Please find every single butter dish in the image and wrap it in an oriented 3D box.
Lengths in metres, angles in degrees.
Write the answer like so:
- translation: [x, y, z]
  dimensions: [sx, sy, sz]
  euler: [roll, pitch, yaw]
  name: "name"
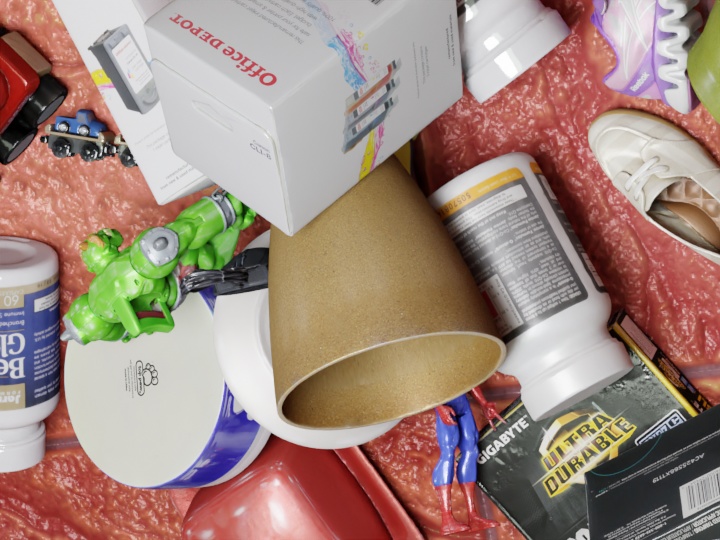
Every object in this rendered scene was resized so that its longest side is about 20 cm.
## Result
- translation: [-0.076, 0.247, 1.836]
  dimensions: [0.199, 0.148, 0.201]
  euler: [-35, 94, 26]
  name: "butter dish"

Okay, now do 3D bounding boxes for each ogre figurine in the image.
- translation: [-0.171, 0.003, 1.688]
  dimensions: [0.199, 0.120, 0.099]
  euler: [-20, 91, 33]
  name: "ogre figurine"

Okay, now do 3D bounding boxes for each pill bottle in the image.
- translation: [0.072, -0.241, 1.643]
  dimensions: [0.116, 0.116, 0.200]
  euler: [-37, 93, 25]
  name: "pill bottle"
- translation: [0.136, 0.014, 1.679]
  dimensions: [0.116, 0.116, 0.201]
  euler: [-32, 78, 25]
  name: "pill bottle"
- translation: [-0.333, 0.079, 1.891]
  dimensions: [0.110, 0.111, 0.202]
  euler: [8, 110, 17]
  name: "pill bottle"

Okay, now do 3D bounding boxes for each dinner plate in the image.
- translation: [-0.028, 0.051, 1.747]
  dimensions: [0.200, 0.200, 0.024]
  euler: [50, 157, -2]
  name: "dinner plate"

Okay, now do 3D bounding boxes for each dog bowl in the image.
- translation: [-0.168, 0.093, 1.812]
  dimensions: [0.199, 0.079, 0.202]
  euler: [-2, 87, 38]
  name: "dog bowl"

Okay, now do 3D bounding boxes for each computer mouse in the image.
- translation: [-0.103, -0.001, 1.634]
  dimensions: [0.058, 0.200, 0.034]
  euler: [-12, 88, 11]
  name: "computer mouse"

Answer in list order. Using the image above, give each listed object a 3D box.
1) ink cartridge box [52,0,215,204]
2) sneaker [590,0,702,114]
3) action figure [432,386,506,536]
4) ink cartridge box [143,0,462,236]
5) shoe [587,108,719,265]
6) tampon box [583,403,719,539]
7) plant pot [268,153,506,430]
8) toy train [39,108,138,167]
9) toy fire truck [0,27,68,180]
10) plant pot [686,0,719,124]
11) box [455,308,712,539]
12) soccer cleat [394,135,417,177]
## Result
- translation: [-0.147, -0.172, 1.710]
  dimensions: [0.085, 0.147, 0.201]
  euler: [-30, 87, 35]
  name: "ink cartridge box"
- translation: [0.223, -0.223, 1.620]
  dimensions: [0.088, 0.080, 0.202]
  euler: [3, 109, 26]
  name: "sneaker"
- translation: [0.082, 0.122, 1.750]
  dimensions: [0.052, 0.065, 0.202]
  euler: [-20, 76, 45]
  name: "action figure"
- translation: [-0.041, -0.160, 1.568]
  dimensions: [0.145, 0.200, 0.145]
  euler: [35, 150, 30]
  name: "ink cartridge box"
- translation: [0.268, -0.061, 1.666]
  dimensions: [0.200, 0.053, 0.070]
  euler: [37, 115, 5]
  name: "shoe"
- translation: [0.298, 0.239, 1.675]
  dimensions: [0.149, 0.127, 0.200]
  euler: [-30, 115, 20]
  name: "tampon box"
- translation: [0.000, 0.000, 1.625]
  dimensions: [0.186, 0.186, 0.201]
  euler: [-27, 65, 25]
  name: "plant pot"
- translation: [-0.192, -0.114, 1.821]
  dimensions: [0.198, 0.034, 0.046]
  euler: [8, 97, 14]
  name: "toy train"
- translation: [-0.358, -0.105, 1.791]
  dimensions: [0.129, 0.200, 0.176]
  euler: [44, 115, 2]
  name: "toy fire truck"
- translation: [0.349, -0.188, 1.534]
  dimensions: [0.200, 0.200, 0.193]
  euler: [40, 127, 3]
  name: "plant pot"
- translation: [0.205, 0.157, 1.763]
  dimensions: [0.160, 0.049, 0.200]
  euler: [47, 115, -2]
  name: "box"
- translation: [0.003, -0.128, 1.745]
  dimensions: [0.083, 0.065, 0.201]
  euler: [-23, 95, -6]
  name: "soccer cleat"
